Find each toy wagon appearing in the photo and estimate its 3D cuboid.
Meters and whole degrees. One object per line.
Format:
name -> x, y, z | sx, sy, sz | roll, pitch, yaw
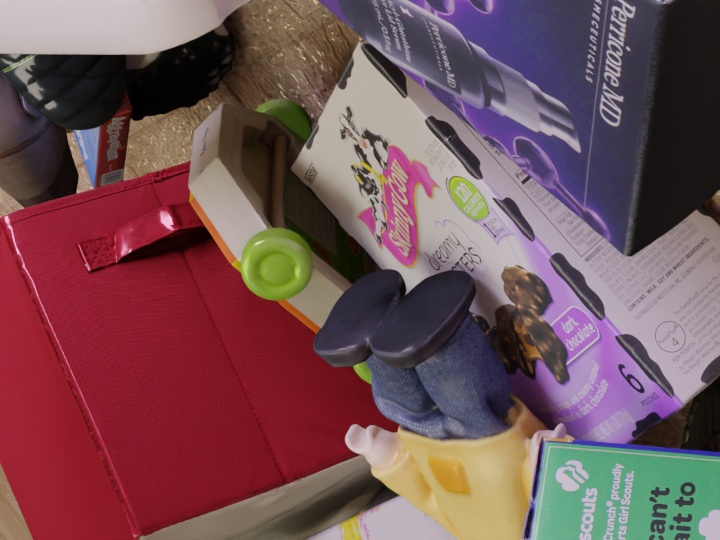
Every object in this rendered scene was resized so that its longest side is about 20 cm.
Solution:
toy wagon -> 0.000, 0.000, 1.103 | 0.200, 0.040, 0.155 | 40, -159, -20

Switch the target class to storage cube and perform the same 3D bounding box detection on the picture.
storage cube -> -0.095, 0.063, 1.201 | 0.180, 0.170, 0.200 | 64, 154, 17

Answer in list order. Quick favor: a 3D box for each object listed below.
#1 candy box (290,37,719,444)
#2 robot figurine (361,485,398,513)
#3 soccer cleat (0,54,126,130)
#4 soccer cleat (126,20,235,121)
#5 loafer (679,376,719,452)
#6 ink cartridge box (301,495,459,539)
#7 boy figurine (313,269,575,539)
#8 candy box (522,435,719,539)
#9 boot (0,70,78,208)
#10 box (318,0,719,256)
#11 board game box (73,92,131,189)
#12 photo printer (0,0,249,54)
candy box -> 0.071, -0.018, 0.993 | 0.200, 0.071, 0.168 | 48, 161, 5
robot figurine -> 0.075, 0.166, 1.257 | 0.200, 0.113, 0.170 | 35, 147, 37
soccer cleat -> -0.160, -0.159, 1.091 | 0.081, 0.067, 0.201 | -149, 39, -69
soccer cleat -> -0.106, -0.145, 1.182 | 0.200, 0.068, 0.074 | 101, 147, -68
loafer -> 0.172, 0.104, 1.002 | 0.068, 0.076, 0.200 | 8, 146, -7
ink cartridge box -> 0.051, 0.180, 1.146 | 0.087, 0.199, 0.146 | -4, -111, -67
boy figurine -> 0.048, 0.090, 1.024 | 0.124, 0.065, 0.201 | 3, 131, 38
candy box -> 0.171, 0.150, 0.931 | 0.199, 0.077, 0.170 | 3, 144, 12
boot -> -0.204, -0.128, 1.305 | 0.201, 0.070, 0.147 | -104, -8, -49
box -> 0.060, -0.129, 0.768 | 0.200, 0.104, 0.148 | 41, 158, 24
board game box -> -0.166, -0.153, 1.233 | 0.103, 0.019, 0.201 | 116, 135, -68
photo printer -> -0.130, -0.162, 0.881 | 0.199, 0.069, 0.167 | 8, 133, 51
